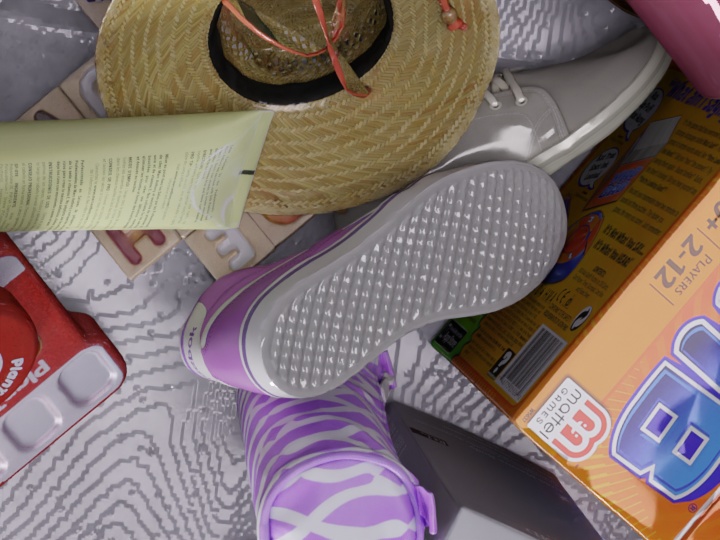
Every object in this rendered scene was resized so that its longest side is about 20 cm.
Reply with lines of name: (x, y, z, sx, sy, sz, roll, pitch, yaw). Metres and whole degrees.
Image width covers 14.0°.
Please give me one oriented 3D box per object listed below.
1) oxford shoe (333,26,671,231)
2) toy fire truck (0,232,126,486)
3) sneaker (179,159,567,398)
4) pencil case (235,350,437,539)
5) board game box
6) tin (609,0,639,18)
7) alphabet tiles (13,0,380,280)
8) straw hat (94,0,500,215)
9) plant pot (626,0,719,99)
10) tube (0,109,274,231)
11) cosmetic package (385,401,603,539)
oxford shoe: (0.068, -0.072, 1.477, 0.199, 0.075, 0.058, -31, 106, 1)
toy fire truck: (-0.220, 0.070, 1.418, 0.200, 0.112, 0.168, -41, 140, -6)
sneaker: (0.000, -0.001, 1.427, 0.200, 0.114, 0.073, -24, 101, -30)
pencil case: (-0.015, 0.090, 1.427, 0.085, 0.200, 0.084, -5, 111, -3)
board game box: (0.188, 0.041, 1.450, 0.200, 0.200, 0.200, 40, 91, -13)
tin: (0.131, -0.207, 1.486, 0.200, 0.042, 0.112, 35, 87, -13)
alphabet tiles: (-0.068, -0.096, 1.457, 0.200, 0.008, 0.167, -39, 86, -2)
straw hat: (-0.028, -0.127, 1.409, 0.200, 0.085, 0.202, -2, 134, -2)
plant pot: (0.179, -0.189, 1.377, 0.199, 0.200, 0.180, -30, 103, -4)
tube: (-0.142, -0.044, 1.381, 0.199, 0.058, 0.052, -3, 87, -22)
cosmetic package: (0.057, 0.143, 1.443, 0.106, 0.200, 0.091, 25, 95, -15)
